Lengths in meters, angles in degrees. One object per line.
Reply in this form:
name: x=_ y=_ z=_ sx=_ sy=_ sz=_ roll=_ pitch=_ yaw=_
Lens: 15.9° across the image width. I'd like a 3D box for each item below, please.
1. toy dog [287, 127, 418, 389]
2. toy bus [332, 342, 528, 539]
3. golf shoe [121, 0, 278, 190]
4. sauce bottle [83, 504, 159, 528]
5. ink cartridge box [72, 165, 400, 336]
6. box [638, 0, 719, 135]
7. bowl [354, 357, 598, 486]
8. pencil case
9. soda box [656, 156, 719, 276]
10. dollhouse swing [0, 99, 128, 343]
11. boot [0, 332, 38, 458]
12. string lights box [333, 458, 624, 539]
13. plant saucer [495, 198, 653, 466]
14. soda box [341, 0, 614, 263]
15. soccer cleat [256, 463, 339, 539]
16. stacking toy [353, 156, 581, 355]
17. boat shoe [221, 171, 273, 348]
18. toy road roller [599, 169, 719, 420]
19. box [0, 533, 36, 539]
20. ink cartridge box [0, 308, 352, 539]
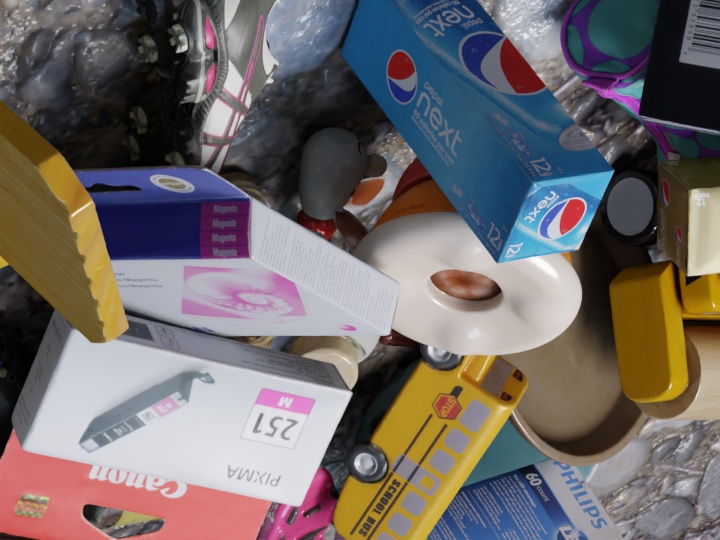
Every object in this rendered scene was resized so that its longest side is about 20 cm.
toy dog: x=0.000 y=0.000 z=1.731 sx=0.096 sy=0.132 sz=0.200 roll=1 pitch=149 yaw=-9
toy bus: x=0.051 y=0.108 z=1.792 sx=0.200 sy=0.078 sz=0.065 roll=-58 pitch=176 yaw=27
golf shoe: x=-0.090 y=-0.100 z=1.556 sx=0.088 sy=0.077 sz=0.200 roll=-23 pitch=148 yaw=-29
sauce bottle: x=-0.119 y=0.143 z=1.854 sx=0.200 sy=0.065 sz=0.065 roll=-5 pitch=138 yaw=-37
ink cartridge box: x=-0.111 y=-0.007 z=1.564 sx=0.196 sy=0.043 sz=0.200 roll=-1 pitch=161 yaw=38
box: x=0.285 y=-0.155 z=1.684 sx=0.200 sy=0.107 sz=0.149 roll=2 pitch=99 yaw=-56
bowl: x=0.074 y=0.134 z=1.969 sx=0.201 sy=0.105 sz=0.201 roll=-22 pitch=146 yaw=-16
pencil case: x=0.209 y=-0.127 z=1.757 sx=0.200 sy=0.085 sz=0.093 roll=37 pitch=73 yaw=-55
soda box: x=0.306 y=-0.044 z=1.762 sx=0.200 sy=0.068 sz=0.064 roll=-6 pitch=110 yaw=-11
dollhouse swing: x=-0.253 y=-0.024 z=1.424 sx=0.182 sy=0.176 sz=0.200 roll=-25 pitch=147 yaw=-12
boot: x=-0.194 y=0.071 z=1.660 sx=0.200 sy=0.078 sz=0.138 roll=-20 pitch=145 yaw=6
string lights box: x=0.088 y=0.214 z=1.894 sx=0.200 sy=0.103 sz=0.059 roll=-15 pitch=143 yaw=-24
plant saucer: x=0.152 y=0.042 z=1.878 sx=0.029 sy=0.200 sz=0.200 roll=-4 pitch=172 yaw=44
soda box: x=0.069 y=-0.098 z=1.570 sx=0.064 sy=0.200 sz=0.068 roll=-10 pitch=139 yaw=-33
soccer cleat: x=-0.069 y=0.195 z=1.883 sx=0.070 sy=0.086 sz=0.200 roll=-30 pitch=148 yaw=-31
stacking toy: x=0.081 y=-0.059 z=1.657 sx=0.146 sy=0.200 sz=0.146 roll=9 pitch=148 yaw=6
boat shoe: x=-0.084 y=0.022 z=1.725 sx=0.071 sy=0.065 sz=0.200 roll=-23 pitch=146 yaw=-15
toy road roller: x=0.269 y=0.006 z=1.871 sx=0.146 sy=0.200 sz=0.123 roll=-9 pitch=172 yaw=44
box: x=-0.281 y=0.264 z=1.785 sx=0.200 sy=0.164 sz=0.166 roll=-47 pitch=145 yaw=22
ink cartridge box: x=-0.129 y=0.121 z=1.658 sx=0.200 sy=0.044 sz=0.174 roll=14 pitch=112 yaw=-25
